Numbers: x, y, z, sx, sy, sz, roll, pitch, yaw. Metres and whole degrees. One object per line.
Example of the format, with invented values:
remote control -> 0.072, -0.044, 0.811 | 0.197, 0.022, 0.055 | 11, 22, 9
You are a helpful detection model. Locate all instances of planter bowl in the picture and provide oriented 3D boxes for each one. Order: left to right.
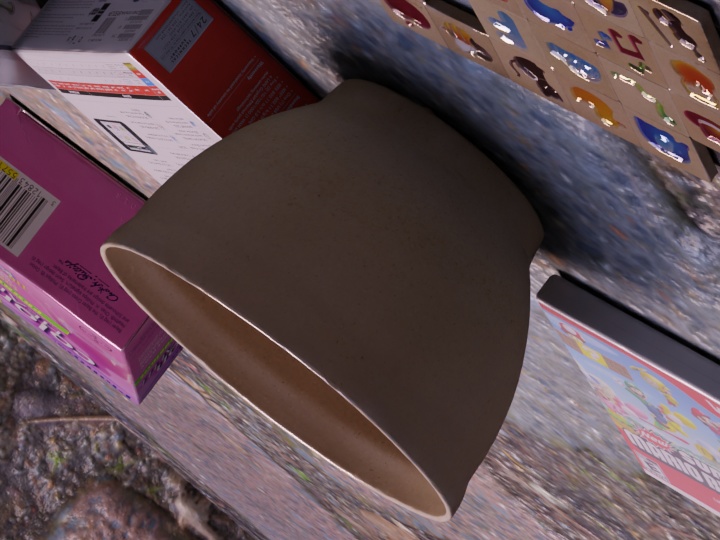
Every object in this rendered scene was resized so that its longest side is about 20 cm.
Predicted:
planter bowl -> 0.000, 0.000, 1.196 | 0.200, 0.135, 0.200 | 36, 169, 8

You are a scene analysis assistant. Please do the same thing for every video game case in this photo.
video game case -> 0.172, 0.084, 1.294 | 0.143, 0.017, 0.200 | 31, 166, 34

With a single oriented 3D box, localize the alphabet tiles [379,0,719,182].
alphabet tiles -> 0.057, -0.102, 0.949 | 0.199, 0.008, 0.167 | 30, 166, 33

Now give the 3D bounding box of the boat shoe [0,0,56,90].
boat shoe -> -0.198, -0.134, 1.467 | 0.073, 0.067, 0.200 | 1, -176, 6

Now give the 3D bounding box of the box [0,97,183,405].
box -> -0.204, -0.009, 1.880 | 0.175, 0.097, 0.200 | 36, 169, 7

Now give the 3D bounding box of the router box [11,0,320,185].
router box -> -0.075, -0.073, 1.355 | 0.179, 0.049, 0.200 | 42, 168, -22
